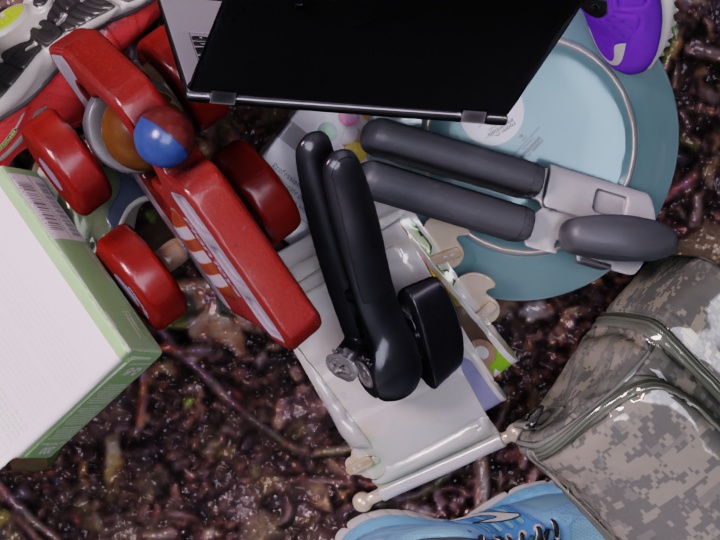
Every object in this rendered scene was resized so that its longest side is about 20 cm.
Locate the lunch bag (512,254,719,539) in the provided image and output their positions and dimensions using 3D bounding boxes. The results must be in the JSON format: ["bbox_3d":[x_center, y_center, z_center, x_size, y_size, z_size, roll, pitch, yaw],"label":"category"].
[{"bbox_3d":[0.212,0.113,1.392,0.168,0.139,0.200,-46,102,-6],"label":"lunch bag"}]

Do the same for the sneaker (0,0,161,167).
[{"bbox_3d":[-0.177,-0.134,1.362,0.200,0.077,0.085,-39,143,-14],"label":"sneaker"}]

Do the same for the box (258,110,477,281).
[{"bbox_3d":[0.037,-0.079,1.403,0.156,0.041,0.200,38,92,-11],"label":"box"}]

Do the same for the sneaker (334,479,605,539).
[{"bbox_3d":[0.084,0.189,1.422,0.199,0.090,0.079,-10,100,-9],"label":"sneaker"}]

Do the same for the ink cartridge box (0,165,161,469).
[{"bbox_3d":[-0.235,0.057,1.332,0.200,0.048,0.146,-42,73,15],"label":"ink cartridge box"}]

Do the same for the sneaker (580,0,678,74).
[{"bbox_3d":[0.121,-0.192,1.298,0.099,0.070,0.201,-29,128,-18],"label":"sneaker"}]

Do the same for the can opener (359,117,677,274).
[{"bbox_3d":[0.096,-0.045,1.332,0.199,0.067,0.054,16,81,-18],"label":"can opener"}]

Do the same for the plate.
[{"bbox_3d":[0.103,-0.078,1.378,0.199,0.026,0.202,-1,100,-7],"label":"plate"}]

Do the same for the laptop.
[{"bbox_3d":[-0.002,-0.149,1.228,0.186,0.200,0.117,4,120,-16],"label":"laptop"}]

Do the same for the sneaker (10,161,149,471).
[{"bbox_3d":[-0.166,0.029,1.381,0.089,0.067,0.202,6,95,-2],"label":"sneaker"}]

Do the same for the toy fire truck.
[{"bbox_3d":[-0.102,-0.051,1.273,0.112,0.168,0.201,-36,107,-12],"label":"toy fire truck"}]

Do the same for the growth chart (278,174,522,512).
[{"bbox_3d":[0.025,0.048,1.395,0.144,0.018,0.201,-20,109,12],"label":"growth chart"}]

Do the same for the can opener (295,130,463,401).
[{"bbox_3d":[0.000,0.000,1.323,0.079,0.063,0.201,-43,130,-25],"label":"can opener"}]
